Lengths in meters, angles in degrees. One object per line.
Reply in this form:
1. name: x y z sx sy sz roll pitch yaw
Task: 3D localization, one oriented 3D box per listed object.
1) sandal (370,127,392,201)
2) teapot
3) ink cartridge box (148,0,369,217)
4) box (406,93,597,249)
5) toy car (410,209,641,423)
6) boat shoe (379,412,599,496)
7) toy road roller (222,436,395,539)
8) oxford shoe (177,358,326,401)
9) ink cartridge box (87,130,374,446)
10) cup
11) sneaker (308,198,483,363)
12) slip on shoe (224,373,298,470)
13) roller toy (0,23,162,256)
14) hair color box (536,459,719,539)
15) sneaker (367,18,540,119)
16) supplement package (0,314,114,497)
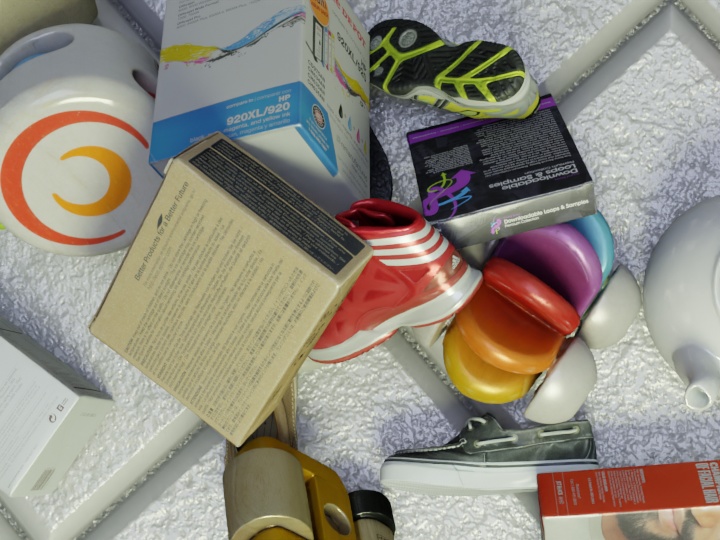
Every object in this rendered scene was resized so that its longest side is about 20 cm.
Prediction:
1. sandal: -0.015 -0.116 1.285 0.074 0.045 0.202 -13 67 0
2. teapot: 0.347 0.016 1.159 0.196 0.146 0.202 -2 83 -7
3. ink cartridge box: -0.082 -0.152 1.190 0.144 0.147 0.201 -13 57 20
4. box: 0.119 -0.088 1.194 0.142 0.200 0.036 -14 117 5
5. toy car: 0.150 0.016 1.176 0.174 0.150 0.200 33 62 10
6. boat shoe: 0.115 0.164 1.227 0.198 0.072 0.072 0 75 -5
7. toy road roller: -0.060 0.255 1.175 0.146 0.123 0.200 -41 124 20
8. oxford shoe: -0.088 0.074 1.259 0.198 0.058 0.076 -17 83 5
9. ink cartridge box: -0.107 0.017 1.094 0.164 0.075 0.200 38 126 6
10. cup: -0.331 -0.256 1.273 0.143 0.200 0.200 43 89 -18
11. sneaker: 0.000 0.000 1.135 0.199 0.078 0.116 -25 110 38
12. slip on shoe: -0.089 0.168 1.220 0.075 0.061 0.202 8 105 11
13. roller toy: -0.250 -0.120 1.225 0.198 0.140 0.183 10 123 -21
14. hair color box: 0.256 0.228 1.174 0.198 0.064 0.112 -6 120 5
15. sneaker: 0.076 -0.175 1.249 0.199 0.076 0.076 26 83 39
16. supplement package: -0.348 0.105 1.255 0.199 0.114 0.110 35 87 10
